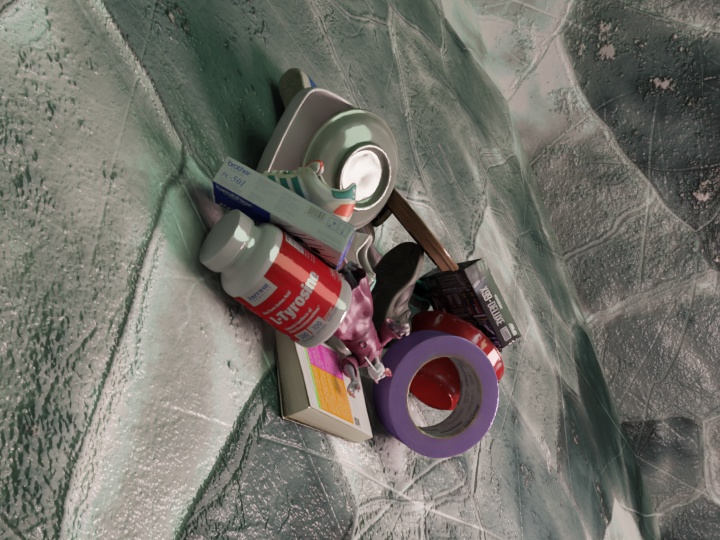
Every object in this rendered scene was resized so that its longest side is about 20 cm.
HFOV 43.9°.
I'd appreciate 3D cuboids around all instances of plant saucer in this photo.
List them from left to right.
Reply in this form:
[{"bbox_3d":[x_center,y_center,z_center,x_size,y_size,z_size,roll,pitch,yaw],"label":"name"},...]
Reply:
[{"bbox_3d":[-0.006,-0.152,1.413,0.199,0.050,0.202,-17,118,-34],"label":"plant saucer"},{"bbox_3d":[0.098,-0.072,1.558,0.201,0.029,0.200,51,3,-3],"label":"plant saucer"}]

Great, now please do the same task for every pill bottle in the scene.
[{"bbox_3d":[-0.116,0.009,1.213,0.199,0.112,0.113,38,36,-27],"label":"pill bottle"}]

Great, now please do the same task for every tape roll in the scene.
[{"bbox_3d":[0.124,0.204,1.491,0.202,0.199,0.085,65,-15,-9],"label":"tape roll"}]

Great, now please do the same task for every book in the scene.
[{"bbox_3d":[-0.052,0.171,1.335,0.200,0.048,0.135,36,37,-54],"label":"book"}]

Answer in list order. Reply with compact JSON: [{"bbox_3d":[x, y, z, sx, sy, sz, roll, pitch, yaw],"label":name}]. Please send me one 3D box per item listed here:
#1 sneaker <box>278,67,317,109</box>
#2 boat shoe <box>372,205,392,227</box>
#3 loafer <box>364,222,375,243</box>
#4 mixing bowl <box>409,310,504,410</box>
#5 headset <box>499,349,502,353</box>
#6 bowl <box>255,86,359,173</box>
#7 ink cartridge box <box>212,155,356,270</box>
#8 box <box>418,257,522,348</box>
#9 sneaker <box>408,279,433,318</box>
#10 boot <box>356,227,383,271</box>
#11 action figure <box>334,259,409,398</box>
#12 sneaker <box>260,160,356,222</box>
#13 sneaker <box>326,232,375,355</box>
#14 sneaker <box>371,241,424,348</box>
[{"bbox_3d":[-0.085,-0.242,1.550,0.111,0.076,0.202,28,47,-54],"label":"sneaker"},{"bbox_3d":[0.022,-0.145,1.709,0.065,0.073,0.200,41,13,-20],"label":"boat shoe"},{"bbox_3d":[-0.030,-0.128,1.597,0.070,0.069,0.201,-92,161,-56],"label":"loafer"},{"bbox_3d":[0.148,0.180,1.625,0.109,0.199,0.201,-52,123,-32],"label":"mixing bowl"},{"bbox_3d":[0.301,0.169,2.047,0.123,0.093,0.202,-23,104,-67],"label":"headset"},{"bbox_3d":[-0.071,-0.179,1.430,0.199,0.074,0.201,27,90,-42],"label":"bowl"},{"bbox_3d":[-0.105,-0.076,1.225,0.044,0.199,0.094,-60,179,-16],"label":"ink cartridge box"},{"bbox_3d":[0.198,0.065,1.652,0.159,0.049,0.200,63,-21,-4],"label":"box"},{"bbox_3d":[0.105,0.068,1.700,0.200,0.090,0.078,51,30,-37],"label":"sneaker"},{"bbox_3d":[0.000,0.000,1.572,0.201,0.073,0.096,53,37,-23],"label":"boot"},{"bbox_3d":[-0.011,0.098,1.374,0.149,0.133,0.201,30,-30,52],"label":"action figure"},{"bbox_3d":[-0.097,-0.126,1.301,0.070,0.198,0.094,-38,151,-78],"label":"sneaker"},{"bbox_3d":[-0.013,0.036,1.441,0.075,0.088,0.203,14,74,-57],"label":"sneaker"},{"bbox_3d":[0.059,0.048,1.556,0.201,0.076,0.114,-68,158,-2],"label":"sneaker"}]
